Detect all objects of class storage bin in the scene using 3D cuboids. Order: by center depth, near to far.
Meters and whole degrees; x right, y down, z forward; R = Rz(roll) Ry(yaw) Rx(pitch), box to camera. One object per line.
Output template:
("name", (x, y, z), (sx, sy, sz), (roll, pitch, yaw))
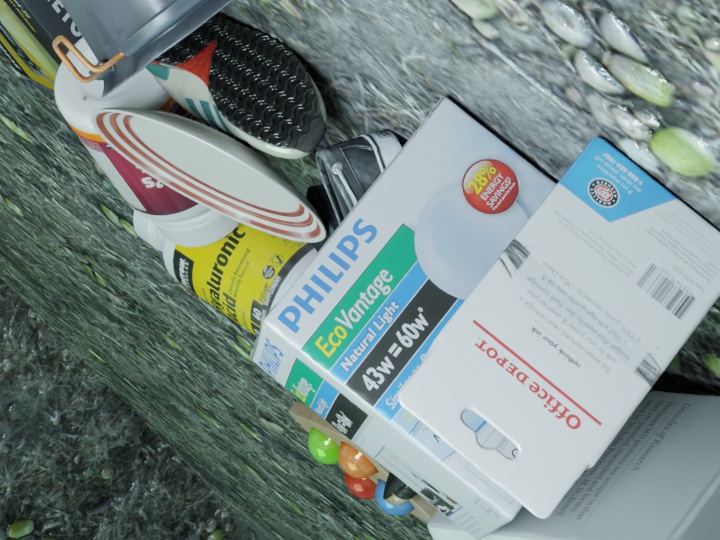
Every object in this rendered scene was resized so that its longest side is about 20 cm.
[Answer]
("storage bin", (-0.152, -0.204, 1.187), (0.135, 0.145, 0.200), (52, 164, -9))

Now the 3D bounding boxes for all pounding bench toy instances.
("pounding bench toy", (0.015, 0.107, 1.644), (0.200, 0.156, 0.124), (48, 164, -28))

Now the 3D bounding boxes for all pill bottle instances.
("pill bottle", (-0.167, -0.109, 1.542), (0.109, 0.110, 0.200), (30, 163, 33))
("pill bottle", (-0.108, -0.017, 1.672), (0.200, 0.111, 0.111), (32, 164, 28))

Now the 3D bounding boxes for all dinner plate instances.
("dinner plate", (-0.112, -0.078, 1.403), (0.199, 0.024, 0.200), (25, 167, 6))

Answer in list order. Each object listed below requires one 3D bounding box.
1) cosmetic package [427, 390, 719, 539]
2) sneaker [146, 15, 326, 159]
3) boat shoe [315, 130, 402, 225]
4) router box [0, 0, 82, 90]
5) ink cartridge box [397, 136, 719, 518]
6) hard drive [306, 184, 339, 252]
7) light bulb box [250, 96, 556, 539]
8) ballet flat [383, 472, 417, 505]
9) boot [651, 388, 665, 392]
("cosmetic package", (0.191, 0.196, 1.284), (0.199, 0.166, 0.168), (2, 125, 43))
("sneaker", (-0.088, -0.134, 1.371), (0.199, 0.070, 0.093), (33, 172, 31))
("boat shoe", (0.017, 0.003, 1.309), (0.074, 0.068, 0.200), (177, 78, -71))
("router box", (-0.287, -0.228, 1.601), (0.157, 0.052, 0.200), (27, 162, 40))
("ink cartridge box", (0.117, 0.038, 1.080), (0.116, 0.200, 0.067), (39, 166, 3))
("hard drive", (0.000, 0.000, 1.488), (0.135, 0.042, 0.200), (63, 174, 9))
("light bulb box", (0.065, 0.034, 1.206), (0.200, 0.199, 0.125), (37, 164, 3))
("ballet flat", (0.086, 0.135, 1.531), (0.057, 0.200, 0.067), (32, -148, -18))
("boot", (0.261, 0.161, 1.366), (0.200, 0.075, 0.107), (34, 159, 22))
